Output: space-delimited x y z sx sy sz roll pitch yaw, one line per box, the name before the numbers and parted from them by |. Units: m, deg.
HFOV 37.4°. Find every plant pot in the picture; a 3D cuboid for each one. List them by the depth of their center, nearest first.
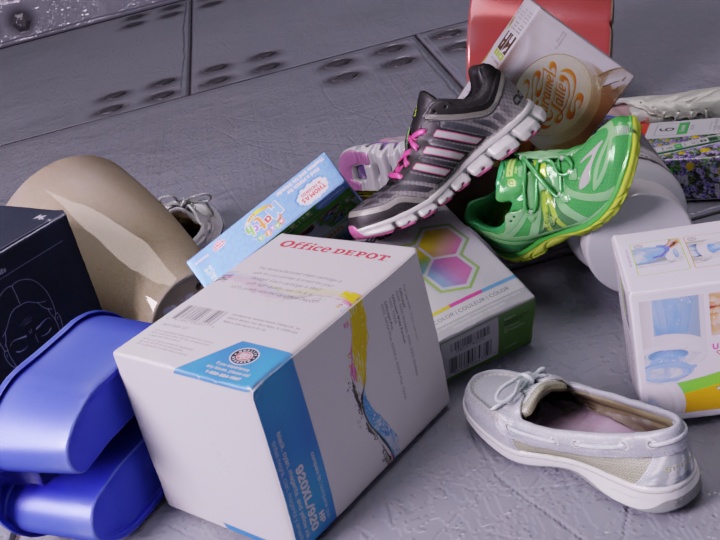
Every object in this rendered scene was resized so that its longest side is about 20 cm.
plant pot | -0.233 0.008 1.059 0.199 0.188 0.187 28 46 35
plant pot | 0.237 -0.283 1.381 0.176 0.202 0.201 4 29 13

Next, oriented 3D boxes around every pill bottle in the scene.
pill bottle | 0.240 -0.065 0.999 0.113 0.115 0.200 -11 26 6

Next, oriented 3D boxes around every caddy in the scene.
caddy | -0.210 0.119 0.830 0.104 0.142 0.200 5 31 25

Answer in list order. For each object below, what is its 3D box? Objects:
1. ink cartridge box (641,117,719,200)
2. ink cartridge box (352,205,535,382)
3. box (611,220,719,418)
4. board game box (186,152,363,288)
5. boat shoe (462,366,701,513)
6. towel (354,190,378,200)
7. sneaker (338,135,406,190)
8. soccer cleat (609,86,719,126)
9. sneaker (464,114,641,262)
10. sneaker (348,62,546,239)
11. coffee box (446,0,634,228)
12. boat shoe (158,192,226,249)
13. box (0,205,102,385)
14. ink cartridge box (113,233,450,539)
ink cartridge box | 0.313 -0.118 1.140 0.198 0.051 0.109 -1 29 25
ink cartridge box | 0.055 0.003 0.946 0.103 0.060 0.200 -23 47 -18
box | 0.295 0.029 0.779 0.198 0.113 0.102 -9 24 11
board game box | -0.064 -0.028 0.989 0.151 0.037 0.200 -38 -11 3
boat shoe | 0.150 0.104 0.757 0.074 0.065 0.201 -28 28 -27
towel | -0.018 -0.076 1.162 0.085 0.018 0.200 -10 -1 22
sneaker | 0.073 -0.128 1.264 0.199 0.081 0.088 5 24 37
soccer cleat | 0.345 -0.169 1.198 0.199 0.070 0.077 3 5 44
sneaker | 0.160 -0.068 0.905 0.200 0.083 0.075 -40 33 49
sneaker | 0.060 -0.107 0.919 0.199 0.088 0.074 -37 10 -1
coffee box | 0.146 -0.138 1.004 0.201 0.114 0.080 -54 14 17
boat shoe | -0.205 -0.053 1.239 0.074 0.087 0.202 -12 26 5
box | -0.306 0.067 0.915 0.106 0.201 0.148 7 32 36
ink cartridge box | -0.051 0.082 0.813 0.146 0.146 0.200 9 34 39
